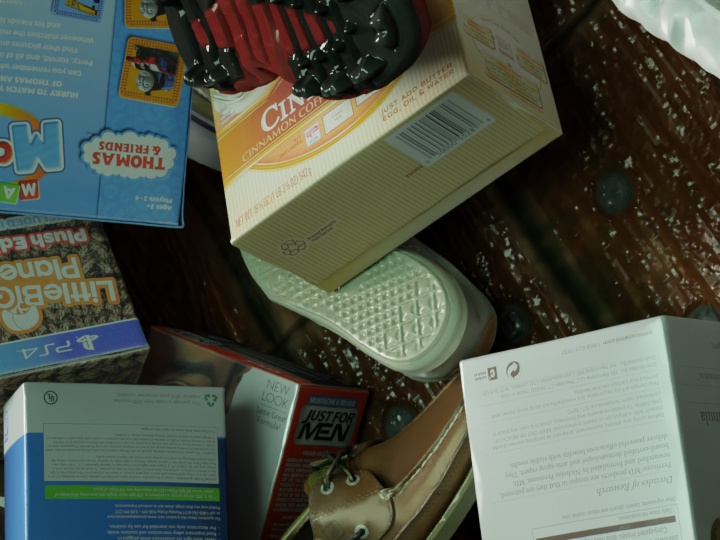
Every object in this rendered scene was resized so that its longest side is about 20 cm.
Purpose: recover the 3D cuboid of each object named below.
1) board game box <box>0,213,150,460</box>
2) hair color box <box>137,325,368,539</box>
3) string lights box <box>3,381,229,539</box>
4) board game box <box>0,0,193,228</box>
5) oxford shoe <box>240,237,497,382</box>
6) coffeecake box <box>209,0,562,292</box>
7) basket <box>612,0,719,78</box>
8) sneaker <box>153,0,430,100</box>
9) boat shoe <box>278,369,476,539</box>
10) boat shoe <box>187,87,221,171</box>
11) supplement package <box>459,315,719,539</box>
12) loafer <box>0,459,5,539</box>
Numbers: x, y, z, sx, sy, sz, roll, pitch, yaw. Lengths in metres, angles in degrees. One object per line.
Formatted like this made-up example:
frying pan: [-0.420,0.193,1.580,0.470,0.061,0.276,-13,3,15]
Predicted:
board game box: [-0.203,0.008,1.265,0.200,0.097,0.160,67,153,25]
hair color box: [-0.078,0.140,1.228,0.111,0.064,0.201,18,95,38]
string lights box: [-0.117,0.158,1.133,0.059,0.102,0.201,142,129,-65]
board game box: [-0.155,-0.127,1.171,0.037,0.151,0.201,-148,63,-78]
oxford shoe: [0.000,0.000,1.191,0.200,0.058,0.075,38,100,46]
coffeecake box: [0.001,-0.117,1.156,0.153,0.073,0.200,-35,48,29]
basket: [0.218,-0.128,0.953,0.198,0.200,0.161,43,108,31]
sneaker: [-0.013,-0.120,1.038,0.200,0.098,0.071,10,122,63]
boat shoe: [0.002,0.117,1.130,0.068,0.072,0.200,33,104,-5]
boat shoe: [-0.110,-0.124,1.275,0.200,0.072,0.062,45,112,35]
supplement package: [0.130,0.130,1.043,0.109,0.114,0.201,-15,78,36]
loafer: [-0.184,0.170,1.258,0.071,0.073,0.200,16,126,9]
